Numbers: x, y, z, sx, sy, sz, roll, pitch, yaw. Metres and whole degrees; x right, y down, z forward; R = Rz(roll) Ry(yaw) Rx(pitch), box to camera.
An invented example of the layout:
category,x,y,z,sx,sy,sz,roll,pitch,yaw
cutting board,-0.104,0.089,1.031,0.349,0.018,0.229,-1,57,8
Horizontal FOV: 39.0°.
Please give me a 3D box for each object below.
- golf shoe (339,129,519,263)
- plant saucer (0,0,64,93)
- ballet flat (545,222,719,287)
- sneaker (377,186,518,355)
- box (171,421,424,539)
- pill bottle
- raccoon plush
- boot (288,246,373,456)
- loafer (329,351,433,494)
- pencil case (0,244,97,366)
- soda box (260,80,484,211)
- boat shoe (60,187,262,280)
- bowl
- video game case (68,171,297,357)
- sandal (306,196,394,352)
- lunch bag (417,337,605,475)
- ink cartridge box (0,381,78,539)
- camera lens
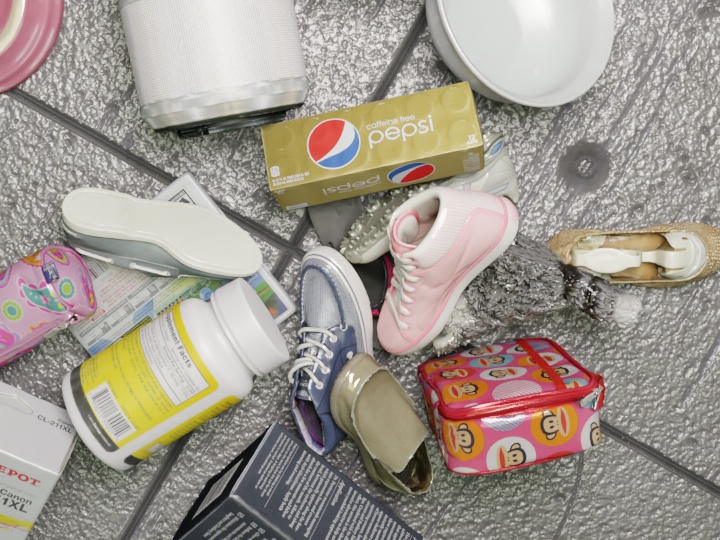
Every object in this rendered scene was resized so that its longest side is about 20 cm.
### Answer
category,x,y,z,sx,sy,sz,roll,pitch,yaw
golf shoe,0.077,-0.052,1.013,0.200,0.078,0.097,-36,112,-8
plant saucer,-0.393,-0.267,0.987,0.200,0.051,0.201,0,98,-2
ballet flat,0.290,-0.011,1.041,0.200,0.065,0.071,-5,100,-1
sneaker,0.050,-0.002,0.955,0.105,0.075,0.200,13,129,-36
box,-0.065,0.276,1.022,0.200,0.107,0.148,40,131,-7
pill bottle,-0.178,0.099,0.997,0.200,0.114,0.114,-31,98,2
raccoon plush,0.154,0.048,0.996,0.200,0.097,0.134,33,113,30
boot,-0.035,0.082,1.009,0.073,0.090,0.200,2,116,36
loafer,0.030,0.156,1.013,0.076,0.068,0.200,-53,141,-25
pencil case,-0.354,0.052,1.005,0.200,0.087,0.087,-29,99,14
soda box,0.013,-0.115,0.954,0.200,0.064,0.068,-12,73,4
boat shoe,-0.198,-0.027,1.015,0.200,0.073,0.062,15,141,-11
bowl,0.137,-0.242,0.971,0.201,0.090,0.201,4,80,-25
video game case,-0.198,0.029,1.054,0.200,0.022,0.182,-38,98,3
sandal,0.000,0.000,1.043,0.075,0.045,0.200,-26,99,1
lunch bag,0.153,0.126,0.991,0.176,0.200,0.082,-10,100,-4
ink cartridge box,-0.384,0.209,1.004,0.146,0.083,0.200,27,119,-12
camera lens,-0.139,-0.229,0.946,0.160,0.160,0.200,-10,99,0
